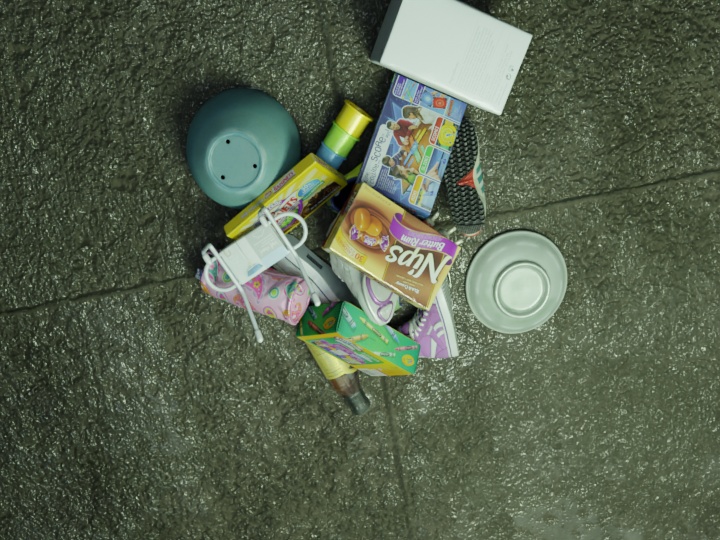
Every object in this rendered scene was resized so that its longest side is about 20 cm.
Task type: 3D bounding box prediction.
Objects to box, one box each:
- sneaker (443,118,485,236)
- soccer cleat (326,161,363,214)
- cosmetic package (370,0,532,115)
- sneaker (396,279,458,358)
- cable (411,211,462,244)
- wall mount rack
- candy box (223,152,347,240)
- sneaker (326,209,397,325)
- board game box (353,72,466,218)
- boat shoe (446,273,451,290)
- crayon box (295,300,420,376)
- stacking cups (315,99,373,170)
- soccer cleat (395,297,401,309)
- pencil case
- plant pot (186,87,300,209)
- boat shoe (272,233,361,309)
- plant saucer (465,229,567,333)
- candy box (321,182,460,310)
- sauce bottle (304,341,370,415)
[{"bbox_3d":[0.180,-0.156,1.168,0.069,0.093,0.205,-8,82,9],"label":"sneaker"},{"bbox_3d":[0.024,-0.166,1.143,0.199,0.084,0.065,-38,106,8],"label":"soccer cleat"},{"bbox_3d":[0.129,-0.343,1.031,0.196,0.200,0.125,18,106,-10],"label":"cosmetic package"},{"bbox_3d":[0.115,0.092,1.212,0.111,0.074,0.203,-5,130,11],"label":"sneaker"},{"bbox_3d":[0.077,-0.017,1.141,0.200,0.050,0.097,-45,106,2],"label":"cable"},{"bbox_3d":[-0.159,0.004,1.080,0.198,0.075,0.175,-31,107,10],"label":"wall mount rack"},{"bbox_3d":[-0.124,-0.108,1.107,0.198,0.027,0.102,-37,149,18],"label":"candy box"},{"bbox_3d":[0.000,0.000,1.139,0.074,0.099,0.204,-14,78,-35],"label":"sneaker"},{"bbox_3d":[0.083,-0.206,1.104,0.133,0.034,0.204,21,80,-4],"label":"board game box"},{"bbox_3d":[0.117,-0.019,1.207,0.070,0.061,0.205,-22,108,3],"label":"boat shoe"},{"bbox_3d":[-0.002,0.125,1.182,0.198,0.117,0.059,32,62,-34],"label":"crayon box"},{"bbox_3d":[-0.054,-0.190,1.151,0.060,0.061,0.202,29,109,-12],"label":"stacking cups"},{"bbox_3d":[0.041,-0.020,1.204,0.082,0.064,0.205,-10,107,-27],"label":"soccer cleat"},{"bbox_3d":[-0.183,0.026,1.159,0.196,0.087,0.090,19,108,19],"label":"pencil case"},{"bbox_3d":[-0.198,-0.189,1.096,0.195,0.135,0.205,-1,108,-2],"label":"plant pot"},{"bbox_3d":[-0.085,0.021,1.203,0.200,0.074,0.065,45,115,3],"label":"boat shoe"},{"bbox_3d":[0.294,0.030,1.240,0.195,0.050,0.205,-1,108,-2],"label":"plant saucer"},{"bbox_3d":[0.050,-0.036,1.066,0.198,0.056,0.118,32,84,-16],"label":"candy box"},{"bbox_3d":[-0.042,0.182,1.262,0.065,0.066,0.203,-26,110,5],"label":"sauce bottle"}]
